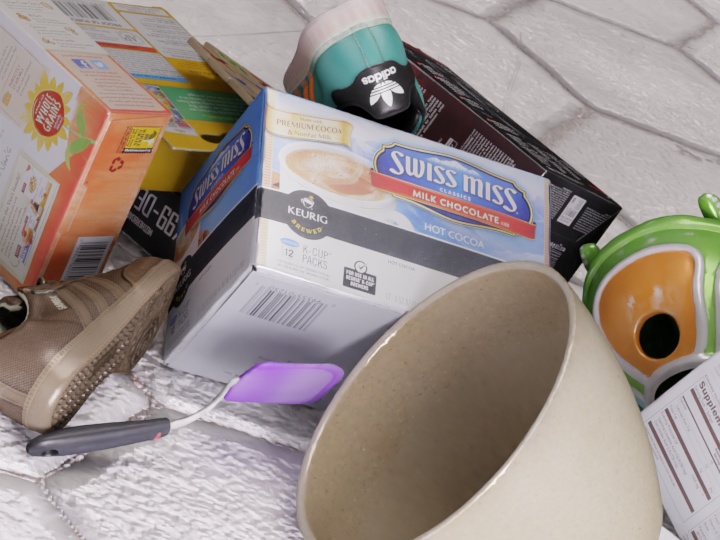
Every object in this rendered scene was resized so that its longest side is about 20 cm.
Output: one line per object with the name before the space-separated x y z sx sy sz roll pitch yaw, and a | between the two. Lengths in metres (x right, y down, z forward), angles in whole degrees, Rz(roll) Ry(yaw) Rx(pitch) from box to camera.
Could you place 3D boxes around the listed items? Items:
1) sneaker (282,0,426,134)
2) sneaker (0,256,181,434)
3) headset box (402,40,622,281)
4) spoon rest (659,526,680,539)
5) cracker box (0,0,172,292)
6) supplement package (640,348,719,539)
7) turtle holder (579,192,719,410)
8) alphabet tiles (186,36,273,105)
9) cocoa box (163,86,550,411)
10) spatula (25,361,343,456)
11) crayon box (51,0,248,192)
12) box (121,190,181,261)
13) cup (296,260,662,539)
sneaker | -0.002 -0.104 1.751 0.200 0.071 0.080 95 -27 -79
sneaker | -0.164 0.025 1.595 0.075 0.071 0.200 28 22 7
headset box | 0.061 -0.083 1.901 0.200 0.077 0.149 39 8 24
spoon rest | 0.137 0.153 1.652 0.199 0.061 0.099 32 24 16
cracker box | -0.214 -0.092 1.708 0.058 0.134 0.200 -2 36 -48
supplement package | 0.290 0.128 1.739 0.199 0.111 0.156 0 57 -47
turtle holder | 0.223 0.057 1.883 0.140 0.186 0.132 -8 41 4
alphabet tiles | -0.023 -0.082 1.815 0.200 0.006 0.166 34 8 -38
cocoa box | 0.000 0.000 1.688 0.199 0.133 0.132 17 55 -21
spatula | -0.097 0.078 1.560 0.199 0.057 0.021 -15 72 -35
crayon box | -0.132 -0.105 1.800 0.125 0.052 0.200 3 30 -42
box | -0.076 -0.045 1.861 0.158 0.050 0.200 39 26 27
cup | 0.085 0.117 1.548 0.143 0.200 0.201 42 15 -25
